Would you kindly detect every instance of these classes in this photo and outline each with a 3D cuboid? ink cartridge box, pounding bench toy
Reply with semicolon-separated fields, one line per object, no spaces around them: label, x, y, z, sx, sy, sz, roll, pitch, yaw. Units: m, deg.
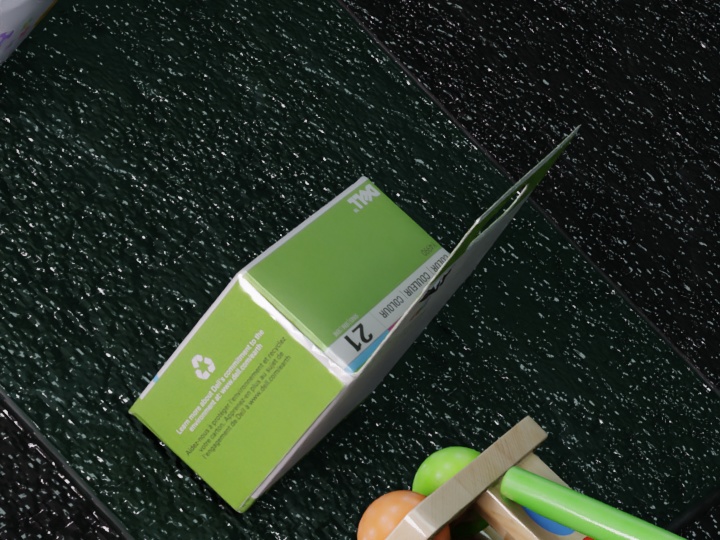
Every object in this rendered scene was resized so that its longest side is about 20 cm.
ink cartridge box;0.000;0.000;1.183;0.076;0.200;0.148;41;31;5
pounding bench toy;0.077;0.139;1.083;0.156;0.200;0.124;45;32;9

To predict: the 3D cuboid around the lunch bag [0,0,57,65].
lunch bag;-0.201;-0.158;1.208;0.127;0.170;0.200;34;32;-10
